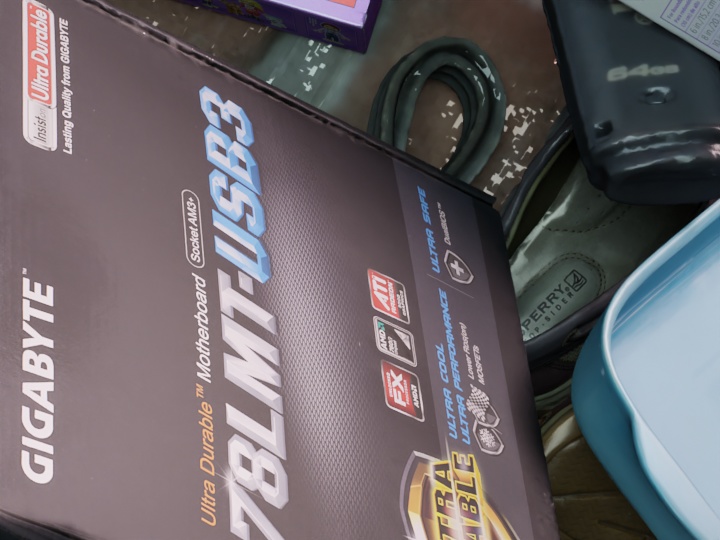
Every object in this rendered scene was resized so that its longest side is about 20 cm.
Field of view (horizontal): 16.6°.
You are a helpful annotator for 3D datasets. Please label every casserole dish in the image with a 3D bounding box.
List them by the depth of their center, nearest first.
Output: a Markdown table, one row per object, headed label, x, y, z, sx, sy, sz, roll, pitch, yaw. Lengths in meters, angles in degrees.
| label | x | y | z | sx | sy | sz | roll | pitch | yaw |
| --- | --- | --- | --- | --- | --- | --- | --- | --- | --- |
| casserole dish | 0.136 | 0.038 | 0.799 | 0.121 | 0.039 | 0.200 | 53 | 43 | 3 |

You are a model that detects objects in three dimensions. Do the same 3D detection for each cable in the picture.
| label | x | y | z | sx | sy | sz | roll | pitch | yaw |
| --- | --- | --- | --- | --- | --- | --- | --- | --- | --- |
| cable | 0.000 | 0.000 | 0.819 | 0.097 | 0.050 | 0.200 | 46 | 63 | 0 |

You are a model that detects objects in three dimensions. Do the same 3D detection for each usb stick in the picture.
| label | x | y | z | sx | sy | sz | roll | pitch | yaw |
| --- | --- | --- | --- | --- | --- | --- | --- | --- | --- |
| usb stick | 0.084 | -0.107 | 0.833 | 0.055 | 0.033 | 0.201 | -2 | 54 | -10 |

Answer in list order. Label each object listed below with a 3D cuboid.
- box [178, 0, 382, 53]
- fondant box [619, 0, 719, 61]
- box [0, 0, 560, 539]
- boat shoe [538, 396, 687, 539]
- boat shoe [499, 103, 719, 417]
| label | x | y | z | sx | sy | sz | roll | pitch | yaw |
| --- | --- | --- | --- | --- | --- | --- | --- | --- | --- |
| box | -0.073 | -0.172 | 0.885 | 0.199 | 0.039 | 0.137 | 17 | 81 | 4 |
| fondant box | 0.089 | -0.164 | 0.817 | 0.200 | 0.058 | 0.144 | 30 | 47 | 2 |
| box | -0.034 | 0.028 | 0.698 | 0.050 | 0.198 | 0.200 | -40 | 39 | 33 |
| boat shoe | 0.028 | 0.118 | 0.823 | 0.072 | 0.072 | 0.200 | 37 | 95 | -13 |
| boat shoe | 0.100 | -0.039 | 0.846 | 0.072 | 0.065 | 0.200 | 37 | 83 | 8 |
